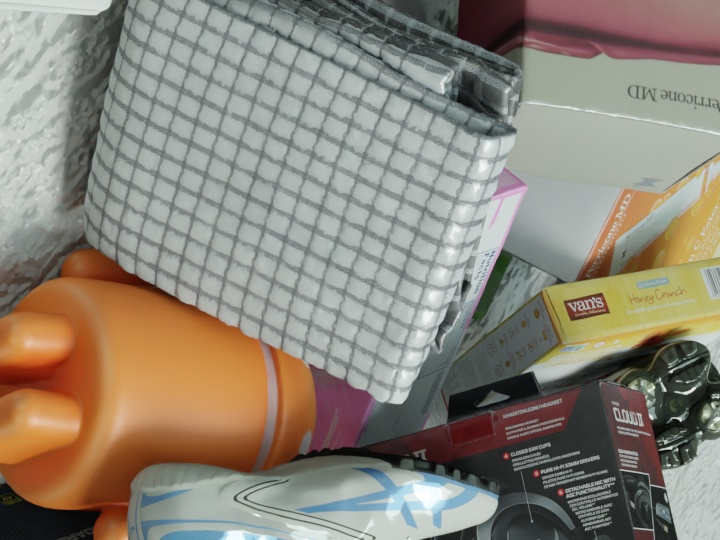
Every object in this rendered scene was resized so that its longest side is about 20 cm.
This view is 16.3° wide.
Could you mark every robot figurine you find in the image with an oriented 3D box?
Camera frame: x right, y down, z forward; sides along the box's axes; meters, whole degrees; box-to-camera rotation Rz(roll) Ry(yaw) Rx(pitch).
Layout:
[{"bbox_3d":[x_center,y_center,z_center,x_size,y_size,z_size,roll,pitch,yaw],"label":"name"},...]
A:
[{"bbox_3d":[-0.105,0.064,1.250,0.200,0.144,0.117,10,118,-40],"label":"robot figurine"}]

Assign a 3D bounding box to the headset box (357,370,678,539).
[{"bbox_3d":[0.085,0.154,1.291,0.077,0.149,0.200,20,55,-64],"label":"headset box"}]

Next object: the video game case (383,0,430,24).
[{"bbox_3d":[-0.035,-0.146,1.309,0.143,0.018,0.200,-49,144,-20],"label":"video game case"}]

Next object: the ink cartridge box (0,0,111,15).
[{"bbox_3d":[-0.155,-0.216,1.043,0.146,0.084,0.200,-2,114,-52],"label":"ink cartridge box"}]

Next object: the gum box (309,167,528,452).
[{"bbox_3d":[0.000,0.000,1.328,0.066,0.113,0.200,-19,141,-46],"label":"gum box"}]

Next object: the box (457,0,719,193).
[{"bbox_3d":[0.127,-0.156,1.329,0.128,0.109,0.200,8,74,-16],"label":"box"}]

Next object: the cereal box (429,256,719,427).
[{"bbox_3d":[0.124,0.053,1.473,0.144,0.040,0.200,-10,161,-29],"label":"cereal box"}]

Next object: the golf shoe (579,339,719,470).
[{"bbox_3d":[0.115,0.106,1.408,0.200,0.088,0.077,-23,91,-12],"label":"golf shoe"}]

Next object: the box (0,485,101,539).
[{"bbox_3d":[-0.136,0.161,1.256,0.200,0.158,0.051,-14,123,-47],"label":"box"}]

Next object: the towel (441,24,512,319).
[{"bbox_3d":[0.057,-0.053,1.475,0.149,0.031,0.200,-62,154,1],"label":"towel"}]

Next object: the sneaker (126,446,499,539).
[{"bbox_3d":[-0.022,0.124,1.212,0.200,0.072,0.073,-2,93,-31],"label":"sneaker"}]

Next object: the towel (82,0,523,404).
[{"bbox_3d":[-0.025,-0.055,1.205,0.086,0.200,0.166,-43,154,-57],"label":"towel"}]

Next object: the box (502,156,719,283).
[{"bbox_3d":[0.149,-0.053,1.497,0.125,0.097,0.200,-64,154,6],"label":"box"}]

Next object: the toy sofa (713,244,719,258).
[{"bbox_3d":[0.188,-0.009,1.656,0.083,0.098,0.200,30,87,-32],"label":"toy sofa"}]

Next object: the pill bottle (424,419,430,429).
[{"bbox_3d":[0.014,0.173,1.427,0.111,0.200,0.111,-8,151,-4],"label":"pill bottle"}]
